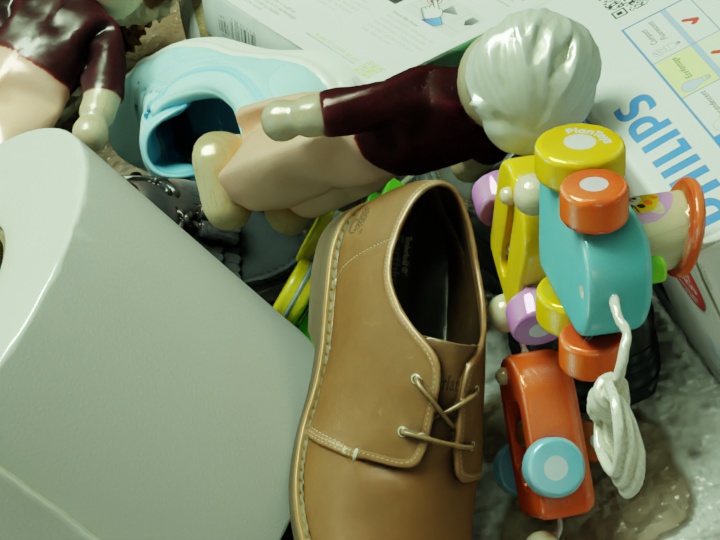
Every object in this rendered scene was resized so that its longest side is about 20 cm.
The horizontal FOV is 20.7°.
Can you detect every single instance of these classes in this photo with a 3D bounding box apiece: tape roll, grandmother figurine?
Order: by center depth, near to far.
[{"bbox_3d":[-0.131,0.064,0.791,0.202,0.139,0.203,-34,32,24],"label":"tape roll"},{"bbox_3d":[0.013,-0.059,0.791,0.121,0.061,0.199,-7,-6,-44],"label":"grandmother figurine"},{"bbox_3d":[-0.165,-0.099,0.976,0.121,0.061,0.200,34,74,10],"label":"grandmother figurine"}]

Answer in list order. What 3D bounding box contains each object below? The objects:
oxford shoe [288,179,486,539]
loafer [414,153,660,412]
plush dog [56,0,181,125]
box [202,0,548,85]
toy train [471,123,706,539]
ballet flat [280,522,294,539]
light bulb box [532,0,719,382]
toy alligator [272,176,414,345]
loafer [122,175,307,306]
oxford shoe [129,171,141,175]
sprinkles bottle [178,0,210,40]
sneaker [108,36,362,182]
[{"bbox_3d":[0.017,0.060,0.738,0.071,0.071,0.202,-32,56,56],"label":"oxford shoe"},{"bbox_3d":[0.076,-0.023,0.854,0.072,0.073,0.200,-12,35,-18],"label":"loafer"},{"bbox_3d":[-0.200,-0.137,1.118,0.200,0.172,0.160,-40,68,-14],"label":"plush dog"},{"bbox_3d":[0.039,-0.143,1.016,0.199,0.037,0.144,-29,44,-26],"label":"box"},{"bbox_3d":[0.085,0.027,0.704,0.055,0.152,0.200,-8,-8,-8],"label":"toy train"},{"bbox_3d":[-0.012,0.112,0.788,0.067,0.047,0.201,14,55,18],"label":"ballet flat"},{"bbox_3d":[0.198,-0.060,0.787,0.199,0.125,0.199,-28,36,1],"label":"light bulb box"},{"bbox_3d":[0.000,0.000,0.913,0.054,0.059,0.201,-57,6,41],"label":"toy alligator"},{"bbox_3d":[-0.116,-0.012,0.894,0.198,0.063,0.072,0,53,-13],"label":"loafer"},{"bbox_3d":[-0.141,-0.014,1.008,0.199,0.073,0.084,21,54,33],"label":"oxford shoe"},{"bbox_3d":[-0.067,-0.137,1.111,0.068,0.068,0.201,-25,36,4],"label":"sprinkles bottle"},{"bbox_3d":[-0.085,-0.075,0.967,0.082,0.075,0.199,-18,10,-36],"label":"sneaker"}]
